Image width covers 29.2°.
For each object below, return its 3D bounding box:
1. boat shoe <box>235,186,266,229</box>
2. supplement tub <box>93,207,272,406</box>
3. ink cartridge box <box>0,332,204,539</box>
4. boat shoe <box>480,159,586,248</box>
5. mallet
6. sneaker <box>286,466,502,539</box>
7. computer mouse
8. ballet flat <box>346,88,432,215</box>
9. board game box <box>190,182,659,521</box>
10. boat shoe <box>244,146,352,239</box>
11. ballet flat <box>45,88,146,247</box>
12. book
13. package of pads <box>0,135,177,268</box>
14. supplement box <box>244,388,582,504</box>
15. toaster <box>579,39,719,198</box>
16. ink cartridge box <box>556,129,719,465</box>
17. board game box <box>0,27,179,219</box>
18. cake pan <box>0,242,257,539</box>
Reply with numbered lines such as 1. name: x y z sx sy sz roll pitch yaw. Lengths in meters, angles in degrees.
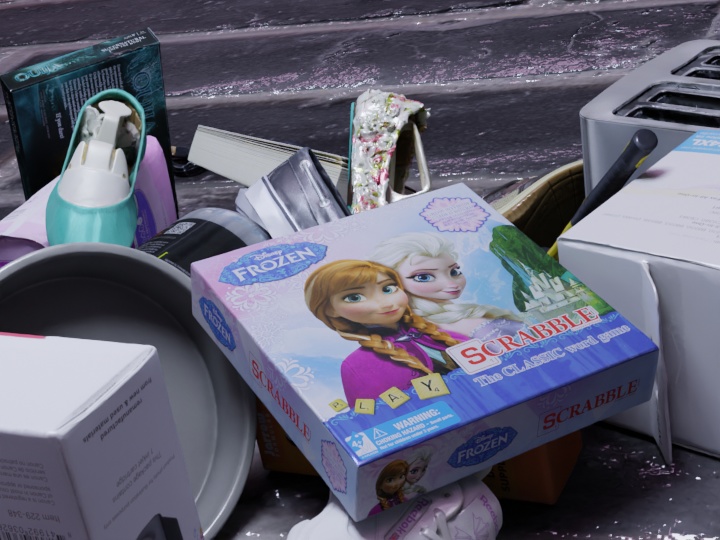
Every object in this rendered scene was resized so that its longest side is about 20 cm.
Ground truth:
1. boat shoe: -0.074 -0.026 1.122 0.071 0.063 0.200 19 7 -6
2. supplement tub: -0.139 0.051 0.932 0.121 0.124 0.200 8 31 35
3. ink cartridge box: -0.154 0.137 0.673 0.146 0.203 0.086 3 28 27
4. boat shoe: 0.115 -0.039 1.063 0.198 0.074 0.064 -28 35 -30
5. mallet: 0.151 -0.032 0.937 0.041 0.201 0.066 48 46 13
6. sneaker: 0.018 0.143 0.718 0.098 0.076 0.201 -10 27 21
7. computer mouse: -0.127 -0.115 1.367 0.198 0.034 0.059 7 32 34
8. ballet flat: 0.021 -0.044 1.018 0.063 0.076 0.203 -2 70 13
9. board game box: 0.032 0.034 0.793 0.198 0.042 0.199 -18 39 -27
10. boat shoe: 0.000 0.000 0.936 0.068 0.072 0.201 -39 64 5
11. ballet flat: -0.194 -0.076 1.019 0.066 0.071 0.201 5 34 -7
12. book: -0.038 -0.072 1.171 0.133 0.049 0.199 16 2 -44
13. package of pads: -0.217 -0.016 1.103 0.075 0.122 0.200 0 27 23
14. supplement box: 0.030 0.090 0.846 0.197 0.067 0.069 3 31 28
15. toaster: 0.273 -0.086 1.038 0.198 0.120 0.180 14 35 43
16. ink cartridge box: 0.215 0.014 0.847 0.124 0.130 0.199 14 35 42
17. board game box: -0.227 -0.099 1.191 0.134 0.202 0.028 -23 48 -24
18. cake pan: -0.158 0.086 0.810 0.199 0.203 0.037 -26 3 -29
